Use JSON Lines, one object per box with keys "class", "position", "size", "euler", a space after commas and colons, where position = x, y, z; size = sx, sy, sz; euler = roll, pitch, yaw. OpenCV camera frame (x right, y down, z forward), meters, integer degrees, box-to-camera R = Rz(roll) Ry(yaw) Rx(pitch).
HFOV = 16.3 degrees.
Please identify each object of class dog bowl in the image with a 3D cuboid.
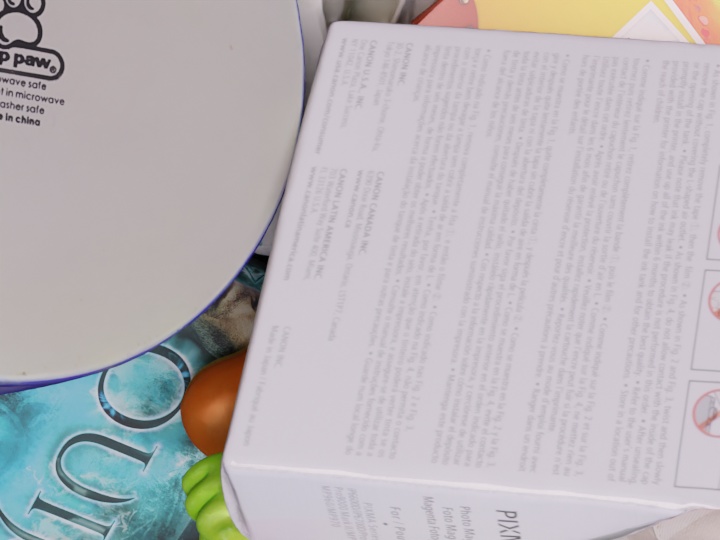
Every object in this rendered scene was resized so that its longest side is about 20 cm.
{"class": "dog bowl", "position": [-0.119, -0.061, 0.753], "size": [0.079, 0.200, 0.201], "euler": [-9, 76, 59]}

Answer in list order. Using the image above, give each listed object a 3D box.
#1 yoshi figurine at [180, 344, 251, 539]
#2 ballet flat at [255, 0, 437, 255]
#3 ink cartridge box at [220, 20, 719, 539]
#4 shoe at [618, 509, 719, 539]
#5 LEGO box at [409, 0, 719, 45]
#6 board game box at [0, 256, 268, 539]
{"class": "yoshi figurine", "position": [0.000, 0.103, 0.774], "size": [0.200, 0.112, 0.112], "euler": [-135, 48, -58]}
{"class": "ballet flat", "position": [-0.005, -0.103, 0.854], "size": [0.069, 0.069, 0.200], "euler": [11, 78, 27]}
{"class": "ink cartridge box", "position": [0.072, 0.008, 0.728], "size": [0.200, 0.057, 0.163], "euler": [7, 58, 10]}
{"class": "shoe", "position": [0.086, 0.074, 0.798], "size": [0.070, 0.200, 0.053], "euler": [-38, 92, -25]}
{"class": "LEGO box", "position": [0.138, -0.050, 0.812], "size": [0.149, 0.077, 0.200], "euler": [-39, 83, 15]}
{"class": "board game box", "position": [-0.102, 0.068, 0.888], "size": [0.135, 0.028, 0.200], "euler": [23, 117, -14]}
